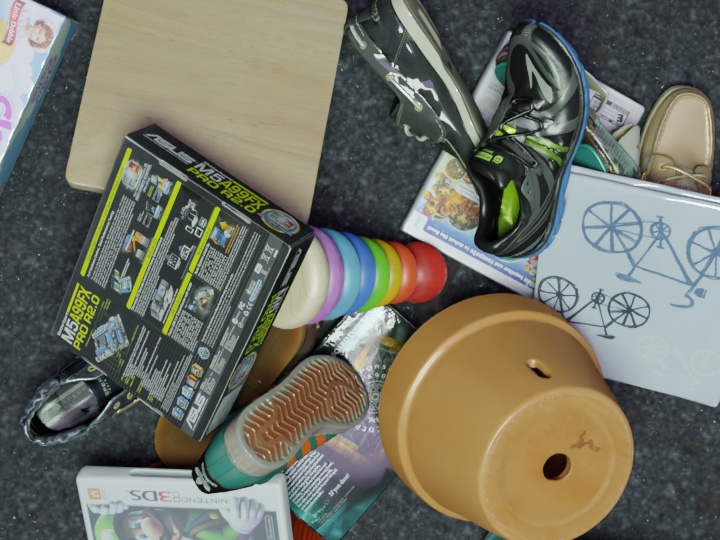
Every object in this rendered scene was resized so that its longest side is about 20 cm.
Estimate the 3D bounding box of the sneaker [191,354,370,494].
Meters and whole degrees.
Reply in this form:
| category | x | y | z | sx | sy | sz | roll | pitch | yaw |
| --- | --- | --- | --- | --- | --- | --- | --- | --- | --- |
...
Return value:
| category | x | y | z | sx | sy | sz | roll | pitch | yaw |
| --- | --- | --- | --- | --- | --- | --- | --- | --- | --- |
| sneaker | -0.067 | 0.127 | 1.063 | 0.080 | 0.200 | 0.071 | -34 | 83 | 31 |

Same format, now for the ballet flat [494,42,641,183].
| category | x | y | z | sx | sy | sz | roll | pitch | yaw |
| --- | --- | --- | --- | --- | --- | --- | --- | --- | --- |
| ballet flat | 0.196 | -0.124 | 1.114 | 0.071 | 0.069 | 0.200 | -40 | 98 | -18 |

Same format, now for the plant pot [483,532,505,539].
| category | x | y | z | sx | sy | sz | roll | pitch | yaw |
| --- | --- | --- | --- | --- | --- | --- | --- | --- | --- |
| plant pot | 0.212 | 0.329 | 1.126 | 0.196 | 0.200 | 0.201 | 7 | 96 | -13 |

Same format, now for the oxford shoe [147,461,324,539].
| category | x | y | z | sx | sy | sz | roll | pitch | yaw |
| --- | --- | --- | --- | --- | --- | --- | --- | --- | --- |
| oxford shoe | -0.113 | 0.243 | 1.156 | 0.200 | 0.071 | 0.073 | 28 | 115 | -3 |

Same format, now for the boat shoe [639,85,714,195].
| category | x | y | z | sx | sy | sz | roll | pitch | yaw |
| --- | --- | --- | --- | --- | --- | --- | --- | --- | --- |
| boat shoe | 0.279 | -0.063 | 1.136 | 0.074 | 0.069 | 0.201 | 8 | 96 | -5 |

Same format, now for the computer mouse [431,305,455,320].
| category | x | y | z | sx | sy | sz | roll | pitch | yaw |
| --- | --- | --- | --- | --- | --- | --- | --- | --- | --- |
| computer mouse | 0.086 | 0.123 | 1.131 | 0.058 | 0.034 | 0.200 | -17 | 118 | -16 |

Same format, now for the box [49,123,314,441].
| category | x | y | z | sx | sy | sz | roll | pitch | yaw |
| --- | --- | --- | --- | --- | --- | --- | --- | --- | --- |
| box | -0.144 | 0.012 | 1.014 | 0.160 | 0.044 | 0.200 | 33 | 118 | 13 |

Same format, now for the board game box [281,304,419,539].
| category | x | y | z | sx | sy | sz | roll | pitch | yaw |
| --- | --- | --- | --- | --- | --- | --- | --- | --- | --- |
| board game box | -0.009 | 0.131 | 1.160 | 0.135 | 0.028 | 0.200 | 41 | 93 | -7 |

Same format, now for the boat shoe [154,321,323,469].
| category | x | y | z | sx | sy | sz | roll | pitch | yaw |
| --- | --- | --- | --- | --- | --- | --- | --- | --- | --- |
| boat shoe | -0.100 | 0.098 | 1.127 | 0.070 | 0.070 | 0.200 | 47 | 110 | 7 |

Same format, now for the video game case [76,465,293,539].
| category | x | y | z | sx | sy | sz | roll | pitch | yaw |
| --- | --- | --- | --- | --- | --- | --- | --- | --- | --- |
| video game case | -0.144 | 0.261 | 1.119 | 0.181 | 0.023 | 0.200 | 0 | 115 | 11 |

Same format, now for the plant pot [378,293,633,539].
| category | x | y | z | sx | sy | sz | roll | pitch | yaw |
| --- | --- | --- | --- | --- | --- | --- | --- | --- | --- |
| plant pot | 0.130 | 0.134 | 1.062 | 0.200 | 0.140 | 0.201 | -6 | 109 | -18 |

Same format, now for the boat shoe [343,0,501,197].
| category | x | y | z | sx | sy | sz | roll | pitch | yaw |
| --- | --- | --- | --- | --- | --- | --- | --- | --- | --- |
| boat shoe | 0.060 | -0.142 | 1.095 | 0.068 | 0.072 | 0.200 | -28 | 111 | 17 |

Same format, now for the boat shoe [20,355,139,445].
| category | x | y | z | sx | sy | sz | roll | pitch | yaw |
| --- | --- | --- | --- | --- | --- | --- | --- | --- | --- |
| boat shoe | -0.200 | 0.085 | 1.111 | 0.200 | 0.091 | 0.071 | -35 | 98 | 1 |

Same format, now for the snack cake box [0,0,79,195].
| category | x | y | z | sx | sy | sz | roll | pitch | yaw |
| --- | --- | --- | --- | --- | --- | --- | --- | --- | --- |
| snack cake box | -0.335 | -0.146 | 1.088 | 0.115 | 0.067 | 0.200 | 25 | 95 | -5 |

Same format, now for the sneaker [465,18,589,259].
| category | x | y | z | sx | sy | sz | roll | pitch | yaw |
| --- | --- | --- | --- | --- | --- | --- | --- | --- | --- |
| sneaker | 0.132 | -0.102 | 1.046 | 0.083 | 0.071 | 0.200 | -11 | 115 | -42 |

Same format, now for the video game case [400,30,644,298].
| category | x | y | z | sx | sy | sz | roll | pitch | yaw |
| --- | --- | --- | --- | --- | --- | --- | --- | --- | --- |
| video game case | 0.144 | -0.091 | 1.151 | 0.143 | 0.018 | 0.200 | 28 | 94 | -7 |

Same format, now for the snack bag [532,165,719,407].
| category | x | y | z | sx | sy | sz | roll | pitch | yaw |
| --- | --- | --- | --- | --- | --- | --- | --- | --- | --- |
| snack bag | 0.242 | 0.017 | 1.108 | 0.188 | 0.021 | 0.200 | 13 | 120 | 15 |

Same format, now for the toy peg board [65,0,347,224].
| category | x | y | z | sx | sy | sz | roll | pitch | yaw |
| --- | --- | --- | --- | --- | --- | --- | --- | --- | --- |
| toy peg board | -0.129 | -0.142 | 1.102 | 0.199 | 0.098 | 0.200 | 11 | 80 | -6 |

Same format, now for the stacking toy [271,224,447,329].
| category | x | y | z | sx | sy | sz | roll | pitch | yaw |
| --- | --- | --- | --- | --- | --- | --- | --- | --- | --- |
| stacking toy | 0.000 | 0.000 | 1.082 | 0.085 | 0.200 | 0.086 | 3 | 94 | 41 |
